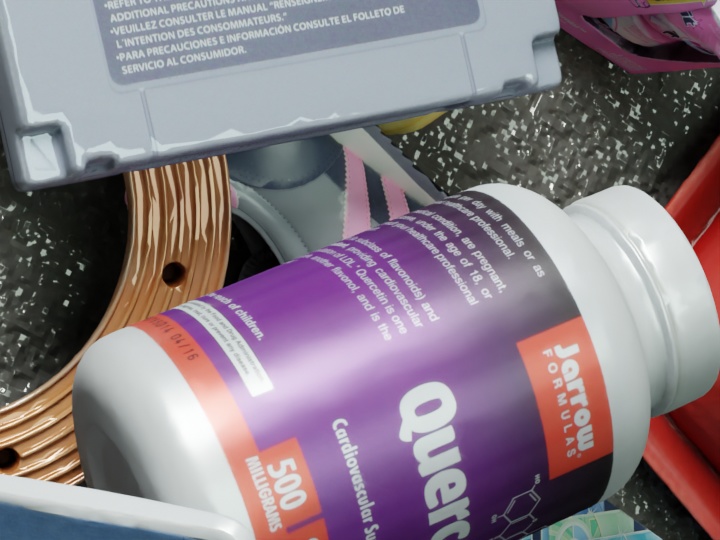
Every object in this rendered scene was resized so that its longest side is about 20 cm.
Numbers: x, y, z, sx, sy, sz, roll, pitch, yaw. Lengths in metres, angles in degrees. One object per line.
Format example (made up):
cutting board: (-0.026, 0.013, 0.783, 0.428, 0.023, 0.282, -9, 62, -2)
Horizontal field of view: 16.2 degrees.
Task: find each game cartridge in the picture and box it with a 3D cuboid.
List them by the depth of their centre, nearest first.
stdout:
game cartridge: (-0.034, -0.108, 0.829, 0.199, 0.041, 0.134, -12, 92, -26)

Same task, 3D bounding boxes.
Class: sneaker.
sneaker: (0.000, 0.000, 0.907, 0.200, 0.070, 0.082, 41, 87, -20)

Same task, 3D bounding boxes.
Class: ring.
ring: (-0.139, -0.016, 0.822, 0.199, 0.019, 0.202, -2, 95, -19)

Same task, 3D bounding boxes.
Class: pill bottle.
pill bottle: (0.014, 0.042, 0.818, 0.199, 0.112, 0.113, -22, 103, -20)

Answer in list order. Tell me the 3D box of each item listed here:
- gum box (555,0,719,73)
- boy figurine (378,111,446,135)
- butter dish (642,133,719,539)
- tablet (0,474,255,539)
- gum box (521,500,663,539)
gum box: (0.145, -0.169, 0.954, 0.066, 0.113, 0.201, 29, 77, -28)
boy figurine: (0.031, -0.149, 0.916, 0.124, 0.064, 0.201, 25, 75, -31)
butter dish: (0.218, 0.028, 0.984, 0.200, 0.147, 0.200, 47, 69, -22)
tablet: (-0.077, 0.145, 0.791, 0.014, 0.129, 0.201, -57, 147, -48)
gum box: (0.069, 0.189, 0.915, 0.170, 0.044, 0.201, 35, 64, -44)
